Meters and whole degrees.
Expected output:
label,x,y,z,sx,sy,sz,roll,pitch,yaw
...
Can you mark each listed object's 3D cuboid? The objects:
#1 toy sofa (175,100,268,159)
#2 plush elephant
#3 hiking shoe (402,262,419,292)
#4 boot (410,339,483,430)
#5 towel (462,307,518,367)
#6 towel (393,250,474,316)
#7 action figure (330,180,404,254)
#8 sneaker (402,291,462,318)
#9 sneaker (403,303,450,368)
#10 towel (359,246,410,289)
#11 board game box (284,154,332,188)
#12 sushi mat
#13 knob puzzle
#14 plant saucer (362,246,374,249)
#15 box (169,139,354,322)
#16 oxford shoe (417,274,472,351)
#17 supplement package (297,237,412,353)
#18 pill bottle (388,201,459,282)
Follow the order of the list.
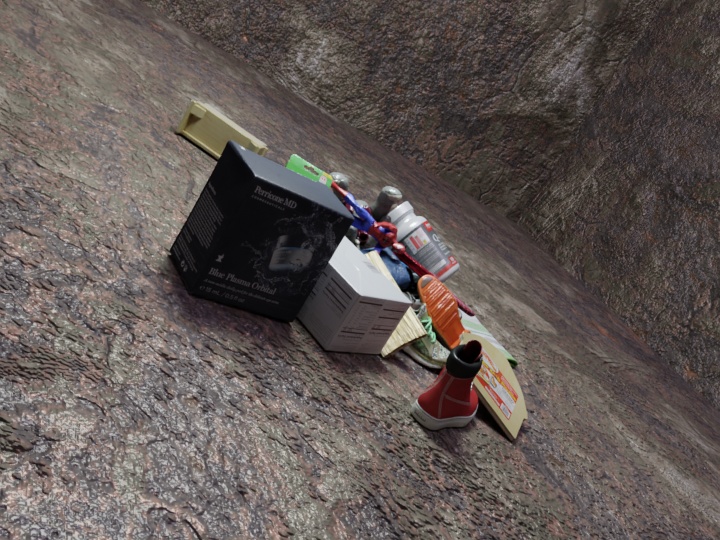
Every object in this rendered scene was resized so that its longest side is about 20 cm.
label,x,y,z,sx,sy,sz,roll,pitch,yaw
toy sofa,-0.314,-0.300,1.754,0.198,0.084,0.098,34,11,-1
plush elephant,-0.023,-0.080,1.607,0.161,0.203,0.156,19,39,-2
hiking shoe,0.073,0.017,1.666,0.086,0.076,0.199,31,4,19
boot,0.171,0.177,1.239,0.072,0.146,0.199,37,14,24
towel,0.267,0.139,1.760,0.147,0.031,0.200,18,23,-44
towel,0.157,0.025,1.606,0.144,0.023,0.199,44,6,36
action figure,0.004,-0.085,1.485,0.198,0.066,0.099,35,25,-8
sneaker,0.125,0.067,1.556,0.197,0.082,0.078,26,33,-29
sneaker,0.108,0.109,1.410,0.197,0.090,0.077,31,15,-12
towel,0.000,0.000,1.486,0.196,0.049,0.112,-4,39,-39
board game box,-0.126,-0.109,1.420,0.094,0.204,0.030,28,-20,-18
sushi mat,0.034,0.056,1.371,0.202,0.094,0.012,59,-16,29
knob puzzle,0.242,0.204,1.430,0.218,0.030,0.222,38,29,-26
plant saucer,-0.013,-0.110,1.875,0.198,0.051,0.201,32,17,-10
box,-0.148,-0.053,1.151,0.194,0.202,0.118,19,20,-40
oxford shoe,0.156,0.101,1.483,0.072,0.071,0.203,-6,-65,61
supplement package,-0.041,0.032,1.288,0.154,0.112,0.200,12,28,-52
pill bottle,0.133,-0.052,1.794,0.202,0.115,0.116,54,18,5
